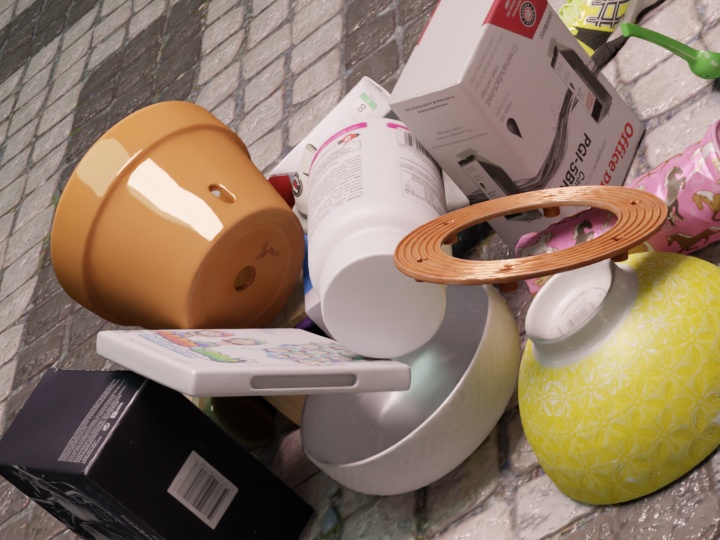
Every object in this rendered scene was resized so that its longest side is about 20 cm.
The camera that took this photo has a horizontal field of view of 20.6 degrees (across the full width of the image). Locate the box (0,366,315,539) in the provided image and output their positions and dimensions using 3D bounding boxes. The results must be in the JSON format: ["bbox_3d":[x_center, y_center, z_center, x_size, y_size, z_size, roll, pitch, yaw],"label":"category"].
[{"bbox_3d":[-0.174,0.179,1.634,0.182,0.200,0.104,-2,50,55],"label":"box"}]

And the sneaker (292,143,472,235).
[{"bbox_3d":[0.036,-0.089,1.706,0.199,0.089,0.074,-12,32,-26],"label":"sneaker"}]

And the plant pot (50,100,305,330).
[{"bbox_3d":[-0.142,-0.023,1.671,0.140,0.200,0.200,34,79,34],"label":"plant pot"}]

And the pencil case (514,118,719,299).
[{"bbox_3d":[0.214,-0.034,1.503,0.199,0.083,0.087,-32,50,27],"label":"pencil case"}]

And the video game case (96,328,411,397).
[{"bbox_3d":[-0.086,0.069,1.528,0.200,0.181,0.024,14,102,62],"label":"video game case"}]

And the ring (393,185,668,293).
[{"bbox_3d":[0.122,-0.022,1.418,0.199,0.019,0.201,-10,18,3],"label":"ring"}]

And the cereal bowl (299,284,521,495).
[{"bbox_3d":[0.050,0.098,1.551,0.200,0.083,0.201,-35,27,21],"label":"cereal bowl"}]

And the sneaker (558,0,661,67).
[{"bbox_3d":[0.217,-0.251,1.817,0.200,0.076,0.075,-49,27,0],"label":"sneaker"}]

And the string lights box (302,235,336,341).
[{"bbox_3d":[0.000,0.000,1.746,0.059,0.103,0.200,-36,27,16],"label":"string lights box"}]

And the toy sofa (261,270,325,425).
[{"bbox_3d":[-0.053,0.037,1.792,0.097,0.083,0.200,-40,26,18],"label":"toy sofa"}]

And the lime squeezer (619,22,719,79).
[{"bbox_3d":[0.300,-0.200,1.640,0.199,0.071,0.038,-24,-2,-26],"label":"lime squeezer"}]

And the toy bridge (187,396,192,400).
[{"bbox_3d":[-0.148,0.133,1.862,0.067,0.027,0.201,4,54,56],"label":"toy bridge"}]

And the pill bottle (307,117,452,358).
[{"bbox_3d":[0.014,-0.026,1.560,0.113,0.113,0.200,-36,26,19],"label":"pill bottle"}]

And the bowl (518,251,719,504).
[{"bbox_3d":[0.178,0.053,1.397,0.200,0.108,0.201,-35,27,21],"label":"bowl"}]

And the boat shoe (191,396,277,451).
[{"bbox_3d":[-0.115,0.131,1.720,0.063,0.073,0.200,-39,-1,6],"label":"boat shoe"}]

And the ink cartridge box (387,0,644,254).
[{"bbox_3d":[0.132,-0.126,1.623,0.083,0.200,0.147,-12,41,44],"label":"ink cartridge box"}]

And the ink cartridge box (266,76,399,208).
[{"bbox_3d":[-0.042,-0.076,1.872,0.200,0.050,0.161,-48,-13,-9],"label":"ink cartridge box"}]
